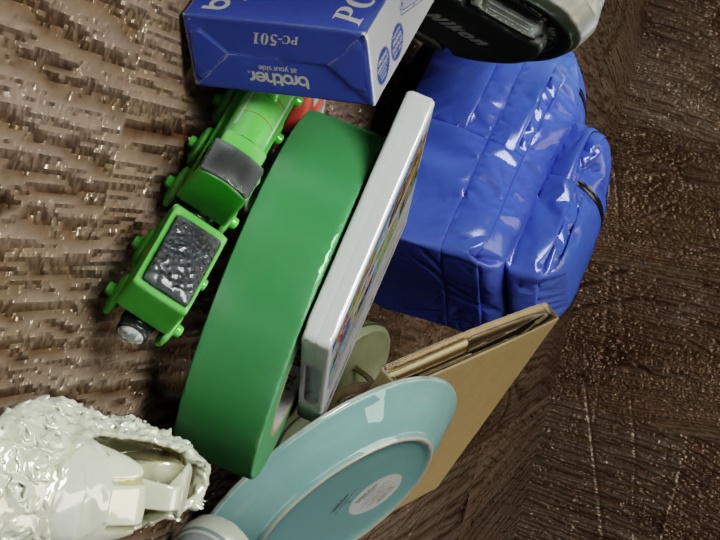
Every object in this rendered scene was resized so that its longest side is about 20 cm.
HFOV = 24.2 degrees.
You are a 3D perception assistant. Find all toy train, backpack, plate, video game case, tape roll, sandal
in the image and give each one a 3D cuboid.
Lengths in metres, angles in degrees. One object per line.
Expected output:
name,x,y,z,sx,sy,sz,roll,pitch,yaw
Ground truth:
toy train,-0.067,-0.047,0.813,0.056,0.042,0.200,-44,-162,51
backpack,0.096,-0.069,1.206,0.163,0.168,0.200,90,19,-67
plate,-0.016,0.141,1.054,0.200,0.026,0.200,-30,154,-17
video game case,0.000,0.000,0.930,0.200,0.018,0.143,101,12,-74
tape roll,-0.042,0.013,0.918,0.200,0.048,0.201,22,90,-86
sandal,-0.018,0.115,1.189,0.201,0.057,0.080,-58,154,-47

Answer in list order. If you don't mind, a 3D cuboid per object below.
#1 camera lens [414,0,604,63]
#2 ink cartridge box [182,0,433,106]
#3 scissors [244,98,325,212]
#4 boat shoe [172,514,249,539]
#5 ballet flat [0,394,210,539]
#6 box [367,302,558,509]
camera lens,0.085,-0.237,1.012,0.160,0.160,0.200,52,54,-74
ink cartridge box,-0.006,-0.161,0.851,0.200,0.094,0.044,-62,154,-44
scissors,-0.041,-0.061,0.935,0.200,0.014,0.073,-74,176,-53
boat shoe,-0.098,0.243,0.967,0.071,0.070,0.201,-26,125,-60
ballet flat,-0.115,0.092,0.743,0.200,0.072,0.072,7,97,-76
box,0.036,0.111,1.140,0.163,0.021,0.200,-20,150,-43
